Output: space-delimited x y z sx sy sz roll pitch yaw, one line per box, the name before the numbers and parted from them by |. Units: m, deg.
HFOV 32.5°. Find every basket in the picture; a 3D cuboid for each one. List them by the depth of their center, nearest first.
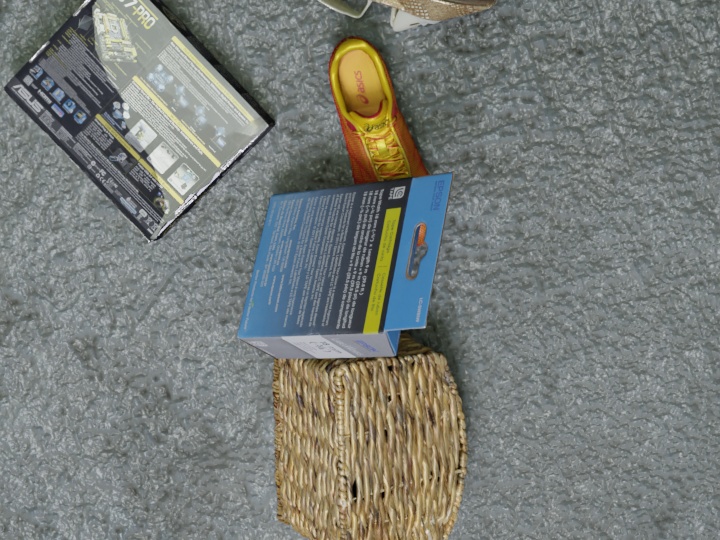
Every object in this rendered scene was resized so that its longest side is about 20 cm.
basket | 0.008 0.158 1.172 0.142 0.149 0.201 -7 100 -27

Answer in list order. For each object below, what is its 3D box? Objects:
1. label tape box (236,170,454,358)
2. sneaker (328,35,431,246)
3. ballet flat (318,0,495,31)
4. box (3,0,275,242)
label tape box | 0.000 0.000 1.072 0.200 0.063 0.145 -4 64 36
sneaker | 0.015 -0.113 1.120 0.073 0.077 0.200 -23 98 7
ballet flat | 0.021 -0.254 1.111 0.200 0.071 0.065 19 128 5
box | -0.204 -0.152 1.148 0.161 0.049 0.200 -44 93 12
